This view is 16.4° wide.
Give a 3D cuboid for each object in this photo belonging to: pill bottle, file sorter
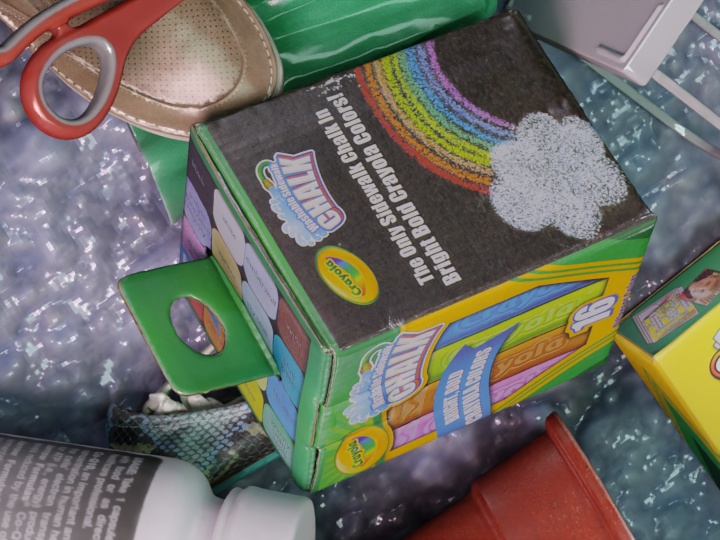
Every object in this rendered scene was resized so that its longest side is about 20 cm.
[{"bbox_3d":[-0.126,0.128,1.041,0.200,0.114,0.114,8,102,7],"label":"pill bottle"},{"bbox_3d":[0.186,-0.151,1.093,0.125,0.139,0.200,33,92,-24],"label":"file sorter"}]

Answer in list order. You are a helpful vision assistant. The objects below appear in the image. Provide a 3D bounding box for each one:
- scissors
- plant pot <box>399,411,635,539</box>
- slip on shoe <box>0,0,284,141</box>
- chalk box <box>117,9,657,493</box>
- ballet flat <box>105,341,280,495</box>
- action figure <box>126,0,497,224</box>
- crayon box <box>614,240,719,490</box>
[{"bbox_3d":[-0.075,-0.125,0.997,0.200,0.014,0.073,-40,105,-30],"label":"scissors"},{"bbox_3d":[0.050,0.197,1.118,0.195,0.201,0.201,-29,110,-1],"label":"plant pot"},{"bbox_3d":[-0.116,-0.124,1.015,0.200,0.061,0.076,42,88,-4],"label":"slip on shoe"},{"bbox_3d":[0.000,0.000,1.042,0.200,0.125,0.124,-21,152,-18],"label":"chalk box"},{"bbox_3d":[-0.023,0.045,1.117,0.200,0.074,0.074,-26,110,-13],"label":"ballet flat"},{"bbox_3d":[-0.015,-0.114,1.083,0.200,0.055,0.118,-23,107,-7],"label":"action figure"},{"bbox_3d":[0.249,0.037,1.202,0.200,0.058,0.173,-38,110,-5],"label":"crayon box"}]
